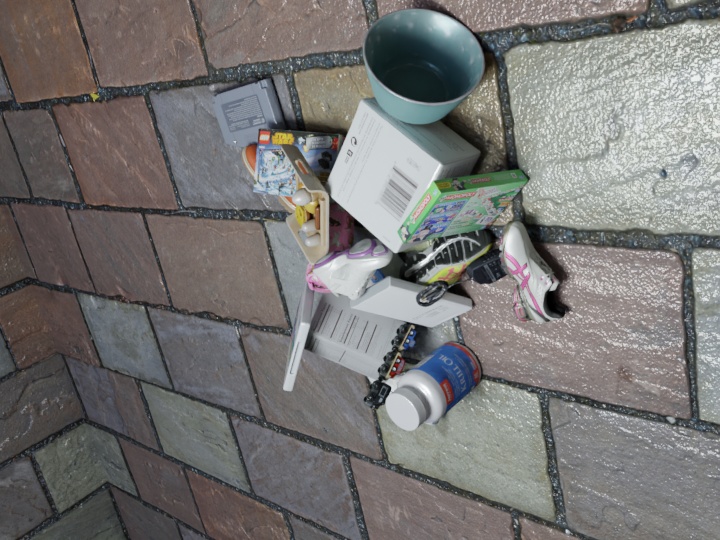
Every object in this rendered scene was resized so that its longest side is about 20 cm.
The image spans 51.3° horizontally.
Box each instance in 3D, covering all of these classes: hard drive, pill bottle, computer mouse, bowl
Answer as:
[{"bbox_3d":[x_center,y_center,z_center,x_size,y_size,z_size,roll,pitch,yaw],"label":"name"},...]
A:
[{"bbox_3d":[0.099,0.064,1.462,0.132,0.200,0.027,-31,52,49],"label":"hard drive"},{"bbox_3d":[0.144,0.234,1.496,0.112,0.200,0.112,23,128,33],"label":"pill bottle"},{"bbox_3d":[0.191,0.012,1.376,0.200,0.034,0.059,-24,133,12],"label":"computer mouse"},{"bbox_3d":[0.096,-0.324,1.243,0.201,0.201,0.105,46,157,14],"label":"bowl"}]

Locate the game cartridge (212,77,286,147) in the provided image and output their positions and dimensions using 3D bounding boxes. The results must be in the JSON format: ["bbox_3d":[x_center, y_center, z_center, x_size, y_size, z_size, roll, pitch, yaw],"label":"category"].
[{"bbox_3d":[-0.247,-0.344,1.665,0.200,0.040,0.134,0,109,45],"label":"game cartridge"}]

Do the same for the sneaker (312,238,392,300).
[{"bbox_3d":[0.000,0.000,1.392,0.200,0.075,0.100,-15,112,51],"label":"sneaker"}]

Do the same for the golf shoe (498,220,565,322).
[{"bbox_3d":[0.302,0.000,1.305,0.092,0.073,0.200,0,123,38],"label":"golf shoe"}]

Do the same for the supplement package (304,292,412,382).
[{"bbox_3d":[-0.009,0.139,1.583,0.200,0.110,0.114,24,154,-2],"label":"supplement package"}]

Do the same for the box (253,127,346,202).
[{"bbox_3d":[-0.127,-0.220,1.553,0.200,0.040,0.137,10,99,27],"label":"box"}]

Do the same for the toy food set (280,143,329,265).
[{"bbox_3d":[-0.116,-0.126,1.446,0.200,0.060,0.144,94,151,-48],"label":"toy food set"}]

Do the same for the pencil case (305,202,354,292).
[{"bbox_3d":[-0.062,-0.053,1.541,0.086,0.083,0.200,-24,51,39],"label":"pencil case"}]

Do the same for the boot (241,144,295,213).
[{"bbox_3d":[-0.170,-0.222,1.637,0.200,0.075,0.107,42,134,4],"label":"boot"}]

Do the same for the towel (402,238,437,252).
[{"bbox_3d":[0.078,-0.127,1.472,0.148,0.036,0.200,1,113,45],"label":"towel"}]

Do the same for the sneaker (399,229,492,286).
[{"bbox_3d":[0.173,-0.019,1.425,0.200,0.090,0.078,-28,53,33],"label":"sneaker"}]

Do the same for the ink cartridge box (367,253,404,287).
[{"bbox_3d":[0.012,0.025,1.580,0.200,0.067,0.116,-11,124,47],"label":"ink cartridge box"}]

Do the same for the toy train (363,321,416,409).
[{"bbox_3d":[0.065,0.188,1.495,0.046,0.200,0.034,28,153,-1],"label":"toy train"}]

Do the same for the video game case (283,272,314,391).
[{"bbox_3d":[-0.125,0.120,1.571,0.024,0.200,0.182,12,123,-7],"label":"video game case"}]

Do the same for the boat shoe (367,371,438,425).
[{"bbox_3d":[0.104,0.260,1.663,0.200,0.071,0.070,34,106,31],"label":"boat shoe"}]

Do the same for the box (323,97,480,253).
[{"bbox_3d":[0.070,-0.177,1.338,0.200,0.131,0.199,43,127,22],"label":"box"}]

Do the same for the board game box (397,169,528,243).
[{"bbox_3d":[0.173,-0.109,1.266,0.029,0.200,0.135,61,141,24],"label":"board game box"}]
